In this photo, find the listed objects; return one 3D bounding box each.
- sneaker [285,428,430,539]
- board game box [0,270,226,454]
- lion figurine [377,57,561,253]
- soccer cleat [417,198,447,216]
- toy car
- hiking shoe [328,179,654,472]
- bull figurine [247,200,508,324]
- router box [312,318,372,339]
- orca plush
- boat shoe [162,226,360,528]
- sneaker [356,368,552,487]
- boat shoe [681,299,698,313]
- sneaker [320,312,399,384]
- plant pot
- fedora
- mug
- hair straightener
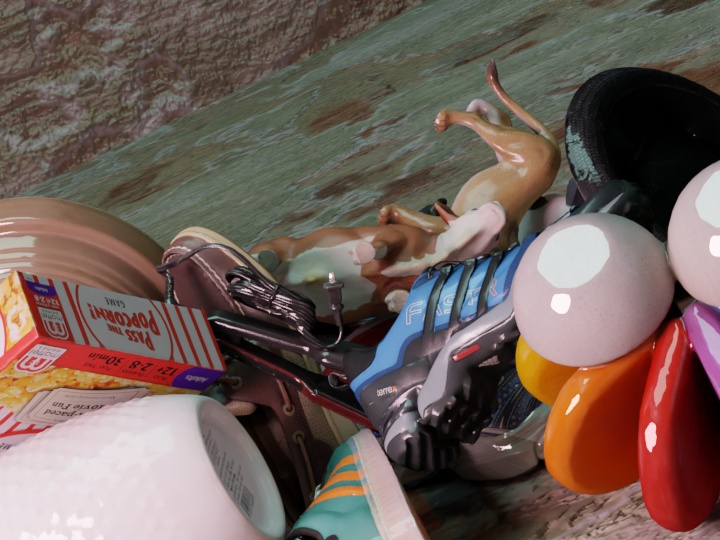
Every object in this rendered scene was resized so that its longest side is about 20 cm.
[{"bbox_3d":[-0.008,0.144,1.137,0.079,0.072,0.200,-28,10,-2],"label":"sneaker"},{"bbox_3d":[-0.197,0.084,1.176,0.200,0.047,0.151,-40,-31,27],"label":"board game box"},{"bbox_3d":[0.094,-0.047,1.468,0.201,0.122,0.073,-62,-21,-10],"label":"lion figurine"},{"bbox_3d":[0.036,0.016,1.610,0.084,0.065,0.200,-51,3,32],"label":"soccer cleat"},{"bbox_3d":[0.178,0.052,1.032,0.198,0.175,0.151,-20,48,15],"label":"toy car"},{"bbox_3d":[0.070,0.013,1.127,0.200,0.074,0.087,-43,58,2],"label":"hiking shoe"},{"bbox_3d":[0.000,0.000,1.351,0.198,0.066,0.121,-12,2,17],"label":"bull figurine"},{"bbox_3d":[-0.088,0.054,1.458,0.198,0.063,0.150,2,7,-15],"label":"router box"},{"bbox_3d":[0.152,-0.006,1.501,0.200,0.071,0.106,-12,62,62],"label":"orca plush"},{"bbox_3d":[-0.068,0.069,1.248,0.072,0.201,0.072,-32,2,-41],"label":"boat shoe"},{"bbox_3d":[0.037,0.081,1.266,0.199,0.086,0.077,-13,17,41],"label":"sneaker"},{"bbox_3d":[0.249,0.014,1.205,0.199,0.070,0.066,-37,18,-16],"label":"boat shoe"},{"bbox_3d":[0.062,0.058,1.342,0.198,0.072,0.112,-23,10,-2],"label":"sneaker"},{"bbox_3d":[-0.201,0.062,1.289,0.199,0.202,0.093,-21,34,16],"label":"plant pot"},{"bbox_3d":[0.198,-0.042,1.374,0.200,0.200,0.092,-41,-9,-50],"label":"fedora"},{"bbox_3d":[-0.132,0.145,1.150,0.174,0.148,0.200,-30,4,13],"label":"mug"},{"bbox_3d":[-0.030,0.032,1.203,0.199,0.078,0.041,26,19,13],"label":"hair straightener"}]
